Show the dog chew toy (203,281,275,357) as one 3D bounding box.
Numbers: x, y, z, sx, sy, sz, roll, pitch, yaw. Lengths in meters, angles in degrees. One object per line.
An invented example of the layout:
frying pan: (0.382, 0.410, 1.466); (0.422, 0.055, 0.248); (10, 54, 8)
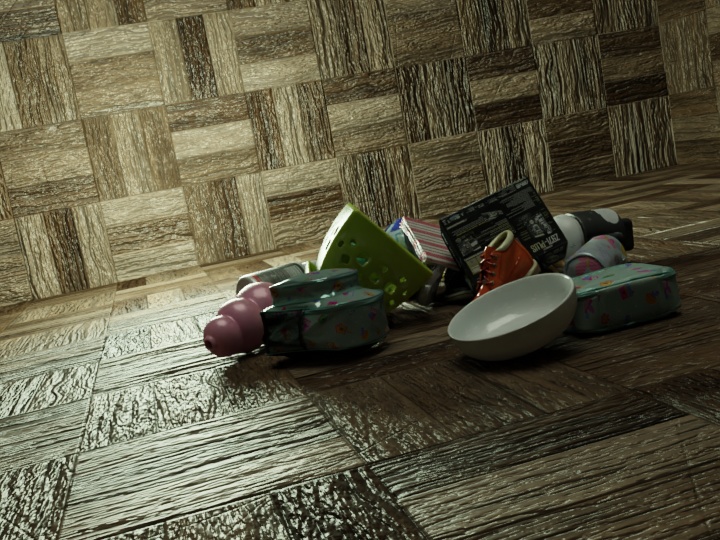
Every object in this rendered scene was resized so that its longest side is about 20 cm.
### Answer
dog chew toy: (-0.220, 0.102, 1.597); (0.124, 0.125, 0.200); (-4, 19, 40)

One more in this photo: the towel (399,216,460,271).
towel: (0.171, -0.047, 1.764); (0.146, 0.030, 0.200); (13, 26, -21)

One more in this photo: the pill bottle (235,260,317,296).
pill bottle: (-0.177, 0.045, 1.930); (0.200, 0.114, 0.114); (-17, 10, -37)

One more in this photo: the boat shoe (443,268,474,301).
boat shoe: (0.209, 0.025, 1.756); (0.074, 0.062, 0.200); (-8, 9, 4)

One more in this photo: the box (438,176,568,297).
box: (0.279, -0.062, 1.640); (0.200, 0.164, 0.086); (-27, -24, -1)

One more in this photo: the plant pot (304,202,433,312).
plant pot: (0.000, 0.000, 1.629); (0.182, 0.200, 0.199); (-49, 9, 3)

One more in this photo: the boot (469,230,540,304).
boot: (0.231, 0.017, 1.477); (0.075, 0.107, 0.200); (-5, 36, 52)

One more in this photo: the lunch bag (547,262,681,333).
lunch bag: (0.390, 0.041, 1.335); (0.199, 0.077, 0.160); (-12, 8, -11)

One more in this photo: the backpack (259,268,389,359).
backpack: (-0.054, 0.075, 1.448); (0.200, 0.154, 0.176); (3, 9, 31)

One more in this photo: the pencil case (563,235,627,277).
pencil case: (0.453, -0.009, 1.599); (0.083, 0.091, 0.200); (-52, -15, 27)

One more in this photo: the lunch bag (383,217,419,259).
lunch bag: (0.102, -0.032, 1.907); (0.082, 0.161, 0.200); (-14, 12, 14)

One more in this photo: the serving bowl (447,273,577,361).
serving bowl: (0.234, 0.079, 1.242); (0.200, 0.066, 0.200); (-25, 13, 6)

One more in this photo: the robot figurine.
robot figurine: (0.486, -0.065, 1.786); (0.199, 0.125, 0.150); (-8, -35, -19)

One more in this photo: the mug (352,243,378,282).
mug: (-0.011, 0.010, 1.815); (0.114, 0.153, 0.185); (-3, 6, -1)

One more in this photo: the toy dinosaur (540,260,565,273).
toy dinosaur: (0.391, -0.009, 1.693); (0.200, 0.060, 0.106); (19, 51, 14)

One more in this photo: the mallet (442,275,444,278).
mallet: (0.192, 0.015, 1.958); (0.066, 0.041, 0.200); (-18, 6, -32)

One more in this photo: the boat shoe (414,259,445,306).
boat shoe: (0.134, 0.014, 1.761); (0.071, 0.072, 0.200); (21, 25, 7)
